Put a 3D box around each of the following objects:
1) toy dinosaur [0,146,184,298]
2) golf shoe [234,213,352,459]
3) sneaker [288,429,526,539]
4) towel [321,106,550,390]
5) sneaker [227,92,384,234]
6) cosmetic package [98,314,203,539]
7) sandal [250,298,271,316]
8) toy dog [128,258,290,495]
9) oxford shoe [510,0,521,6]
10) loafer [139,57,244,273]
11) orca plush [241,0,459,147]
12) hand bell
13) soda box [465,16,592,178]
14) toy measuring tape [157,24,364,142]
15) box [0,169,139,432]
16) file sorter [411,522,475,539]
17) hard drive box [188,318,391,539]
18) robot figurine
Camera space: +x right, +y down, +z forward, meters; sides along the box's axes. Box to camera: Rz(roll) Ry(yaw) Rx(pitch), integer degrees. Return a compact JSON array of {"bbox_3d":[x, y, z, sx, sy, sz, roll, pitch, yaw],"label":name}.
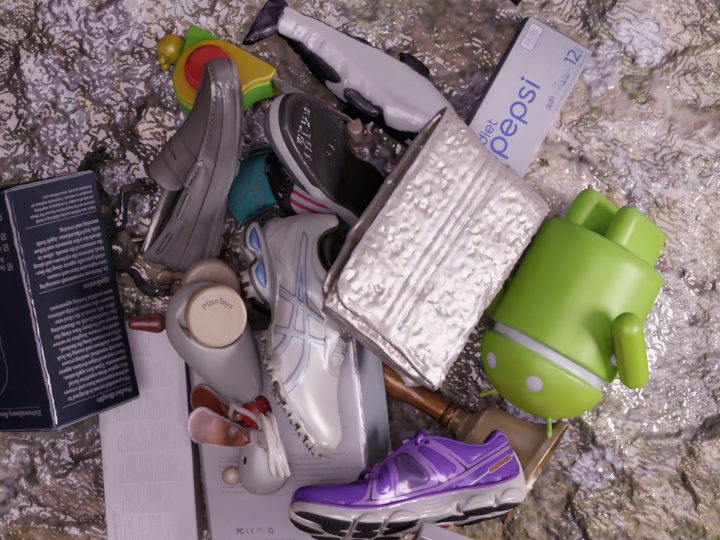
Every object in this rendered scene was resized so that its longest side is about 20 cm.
[{"bbox_3d":[-0.227,-0.053,1.588,0.199,0.047,0.088,32,103,2],"label":"toy dinosaur"},{"bbox_3d":[-0.033,0.048,1.469,0.097,0.078,0.201,-16,81,9],"label":"golf shoe"},{"bbox_3d":[0.034,0.174,1.494,0.198,0.081,0.084,-8,69,-16],"label":"sneaker"},{"bbox_3d":[0.060,-0.015,1.477,0.132,0.034,0.201,41,72,-21],"label":"towel"},{"bbox_3d":[-0.065,-0.083,1.519,0.120,0.200,0.084,-5,64,23],"label":"sneaker"},{"bbox_3d":[-0.186,0.141,1.602,0.082,0.051,0.202,-3,96,1],"label":"cosmetic package"},{"bbox_3d":[0.000,0.000,1.559,0.198,0.082,0.055,-2,112,15],"label":"sandal"},{"bbox_3d":[-0.126,0.092,1.486,0.096,0.132,0.201,-15,83,-3],"label":"toy dog"},{"bbox_3d":[0.160,-0.328,1.525,0.084,0.073,0.200,37,96,0],"label":"oxford shoe"},{"bbox_3d":[-0.140,-0.085,1.512,0.069,0.070,0.201,4,121,-16],"label":"loafer"},{"bbox_3d":[-0.011,-0.150,1.555,0.199,0.105,0.071,24,128,-3],"label":"orca plush"},{"bbox_3d":[0.071,0.121,1.583,0.199,0.104,0.105,34,97,12],"label":"hand bell"},{"bbox_3d":[0.120,-0.115,1.551,0.063,0.068,0.201,29,97,-3],"label":"soda box"},{"bbox_3d":[-0.094,-0.141,1.545,0.199,0.074,0.074,30,97,14],"label":"toy measuring tape"},{"bbox_3d":[-0.290,0.028,1.536,0.148,0.107,0.202,-5,98,37],"label":"box"},{"bbox_3d":[0.084,0.311,1.517,0.138,0.200,0.125,19,68,1],"label":"file sorter"},{"bbox_3d":[-0.056,0.144,1.566,0.155,0.077,0.202,-4,97,18],"label":"hard drive box"},{"bbox_3d":[0.178,0.036,1.534,0.175,0.116,0.201,29,89,36],"label":"robot figurine"}]
